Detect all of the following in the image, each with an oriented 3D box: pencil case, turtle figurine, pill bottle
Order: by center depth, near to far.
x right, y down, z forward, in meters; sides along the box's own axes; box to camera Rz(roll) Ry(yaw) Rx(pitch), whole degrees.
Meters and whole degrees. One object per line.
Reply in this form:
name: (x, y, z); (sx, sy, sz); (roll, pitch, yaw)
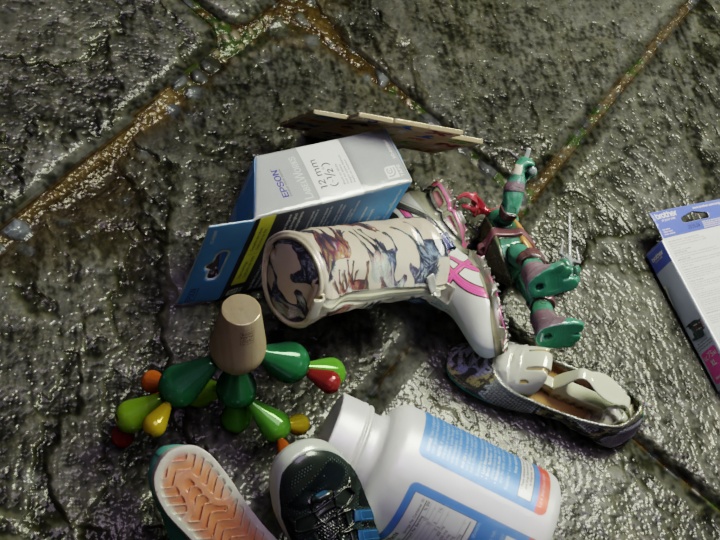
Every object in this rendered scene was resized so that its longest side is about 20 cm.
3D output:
pill bottle: (0.057, 0.181, 0.966); (0.198, 0.112, 0.113); (27, 54, -5)
pencil case: (0.000, 0.000, 0.993); (0.089, 0.079, 0.199); (34, 26, 31)
turtle figurine: (0.165, -0.022, 1.140); (0.150, 0.100, 0.201); (52, 16, -35)

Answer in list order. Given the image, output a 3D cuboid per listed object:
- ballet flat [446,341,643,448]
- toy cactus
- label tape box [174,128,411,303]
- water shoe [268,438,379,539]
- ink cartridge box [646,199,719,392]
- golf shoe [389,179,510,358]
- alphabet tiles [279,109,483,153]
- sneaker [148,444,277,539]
ballet flat: (0.180, 0.104, 1.088); (0.198, 0.072, 0.073); (22, 55, -7)
toy cactus: (-0.102, 0.090, 0.927); (0.197, 0.166, 0.103); (-2, 50, -11)
label tape box: (-0.070, -0.046, 1.034); (0.198, 0.144, 0.067); (-13, 66, -28)
water shoe: (-0.006, 0.219, 0.880); (0.071, 0.079, 0.202); (-28, 113, -18)
ink cartridge box: (0.388, 0.022, 1.236); (0.118, 0.042, 0.202); (-12, 68, -27)
golf shoe: (0.078, 0.008, 1.105); (0.091, 0.073, 0.201); (-22, 54, -3)
alphabet tiles: (0.017, -0.131, 1.101); (0.164, 0.200, 0.006); (7, 90, -17)
sneaker: (-0.102, 0.222, 0.910); (0.071, 0.080, 0.202); (-31, 96, -17)
